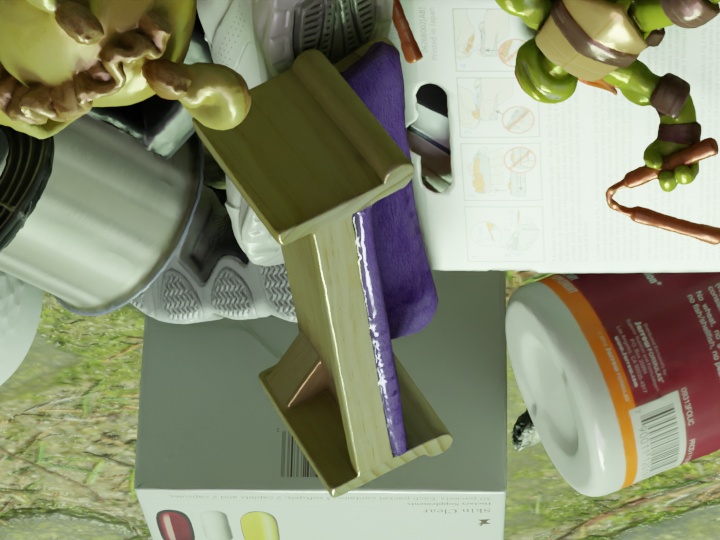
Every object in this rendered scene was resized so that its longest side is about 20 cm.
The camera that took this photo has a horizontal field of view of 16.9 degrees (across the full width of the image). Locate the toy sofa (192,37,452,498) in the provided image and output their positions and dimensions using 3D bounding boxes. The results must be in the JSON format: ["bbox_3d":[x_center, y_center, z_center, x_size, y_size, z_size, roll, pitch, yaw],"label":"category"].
[{"bbox_3d":[0.000,0.000,1.072,0.097,0.083,0.200,-25,141,-13],"label":"toy sofa"}]

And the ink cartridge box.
[{"bbox_3d":[0.112,-0.073,1.125,0.199,0.050,0.163,1,129,8],"label":"ink cartridge box"}]

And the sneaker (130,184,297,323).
[{"bbox_3d":[-0.041,-0.012,1.276,0.114,0.076,0.200,-7,-170,-44],"label":"sneaker"}]

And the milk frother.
[{"bbox_3d":[-0.157,-0.038,1.106,0.180,0.201,0.188,-26,143,36],"label":"milk frother"}]

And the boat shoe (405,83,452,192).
[{"bbox_3d":[0.043,-0.056,1.192,0.086,0.075,0.202,-23,141,40],"label":"boat shoe"}]

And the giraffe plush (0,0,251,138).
[{"bbox_3d":[-0.119,-0.119,0.900,0.172,0.201,0.162,-2,-171,-37],"label":"giraffe plush"}]

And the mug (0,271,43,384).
[{"bbox_3d":[-0.274,-0.003,1.268,0.175,0.148,0.200,19,180,-43],"label":"mug"}]

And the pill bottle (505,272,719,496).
[{"bbox_3d":[0.185,0.029,1.242,0.199,0.114,0.114,-20,156,-12],"label":"pill bottle"}]

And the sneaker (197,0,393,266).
[{"bbox_3d":[-0.035,-0.092,1.099,0.078,0.099,0.200,-18,139,-26],"label":"sneaker"}]

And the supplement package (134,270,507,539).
[{"bbox_3d":[-0.018,0.074,1.358,0.199,0.156,0.111,0,153,3],"label":"supplement package"}]

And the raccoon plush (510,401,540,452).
[{"bbox_3d":[0.131,0.027,1.380,0.134,0.097,0.201,1,125,34],"label":"raccoon plush"}]

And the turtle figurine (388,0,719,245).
[{"bbox_3d":[0.112,-0.103,1.020,0.200,0.064,0.161,41,147,-6],"label":"turtle figurine"}]
